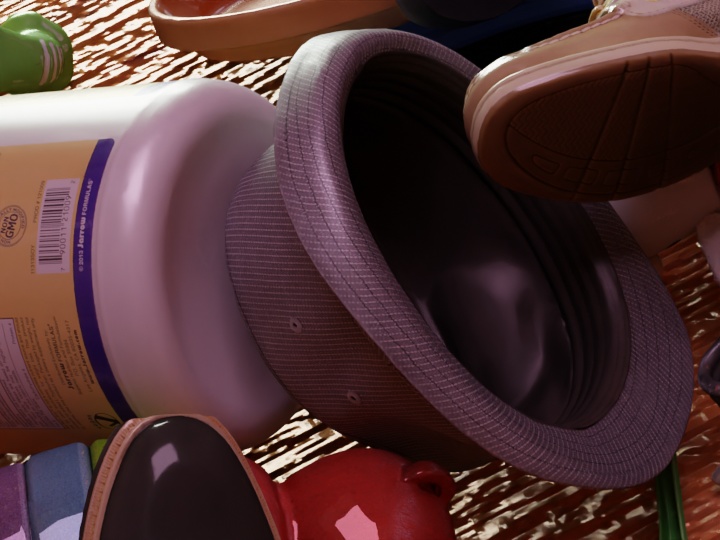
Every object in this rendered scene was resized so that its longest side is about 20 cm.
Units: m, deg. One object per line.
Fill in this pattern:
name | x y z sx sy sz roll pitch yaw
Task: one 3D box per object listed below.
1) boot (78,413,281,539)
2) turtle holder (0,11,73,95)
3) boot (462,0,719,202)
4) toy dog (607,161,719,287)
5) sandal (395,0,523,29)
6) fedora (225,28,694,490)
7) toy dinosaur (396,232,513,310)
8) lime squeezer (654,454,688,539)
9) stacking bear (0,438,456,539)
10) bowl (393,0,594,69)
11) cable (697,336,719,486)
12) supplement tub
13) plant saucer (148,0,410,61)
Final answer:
boot | -0.036 0.137 0.719 0.077 0.138 0.201 -5 80 -18
turtle holder | -0.237 -0.111 1.110 0.185 0.141 0.132 -30 16 -14
boot | 0.099 -0.111 0.913 0.199 0.072 0.155 -17 53 -26
toy dog | 0.196 -0.015 0.941 0.199 0.097 0.132 2 29 36
sandal | 0.085 -0.169 1.037 0.200 0.076 0.043 -32 7 -35
fedora | 0.024 0.010 0.874 0.090 0.200 0.177 -34 20 35
toy dinosaur | 0.000 0.000 0.965 0.199 0.058 0.102 11 90 21
lime squeezer | 0.101 0.116 0.831 0.038 0.071 0.200 -39 1 22
stacking bear | -0.062 0.112 0.845 0.199 0.122 0.114 -7 37 -7
bowl | 0.077 -0.101 1.046 0.200 0.040 0.201 -16 20 6
cable | 0.201 0.017 0.865 0.200 0.050 0.097 -46 35 5
supplement tub | -0.126 0.001 0.936 0.199 0.146 0.146 -2 41 31
plant saucer | -0.002 -0.143 1.122 0.200 0.032 0.200 -17 19 6
